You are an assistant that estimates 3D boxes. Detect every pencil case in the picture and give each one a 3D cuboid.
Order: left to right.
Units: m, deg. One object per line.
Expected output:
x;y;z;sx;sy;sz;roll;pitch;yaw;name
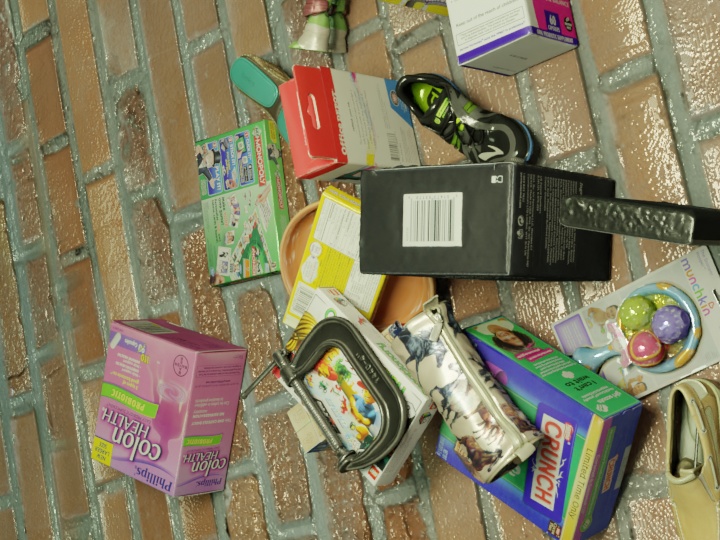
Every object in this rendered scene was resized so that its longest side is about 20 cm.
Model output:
0.111;0.125;1.432;0.200;0.078;0.089;55;166;21;pencil case

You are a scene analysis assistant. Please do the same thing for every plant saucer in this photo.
0.000;0.000;1.622;0.200;0.037;0.200;14;124;22;plant saucer

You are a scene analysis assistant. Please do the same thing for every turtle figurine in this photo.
-0.068;-0.369;1.691;0.144;0.200;0.194;-141;57;-71;turtle figurine

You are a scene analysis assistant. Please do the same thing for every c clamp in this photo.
-0.033;0.145;1.534;0.200;0.027;0.171;49;114;31;c clamp

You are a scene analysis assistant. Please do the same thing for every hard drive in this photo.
0.304;-0.047;1.331;0.140;0.200;0.033;12;97;40;hard drive

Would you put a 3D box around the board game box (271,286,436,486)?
-0.007;0.128;1.548;0.200;0.035;0.126;44;117;32;board game box

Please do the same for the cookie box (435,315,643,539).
0.187;0.170;1.483;0.200;0.075;0.171;32;125;36;cookie box

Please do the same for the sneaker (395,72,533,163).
0.113;-0.165;1.570;0.200;0.083;0.071;40;114;33;sneaker

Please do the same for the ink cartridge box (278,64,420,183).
-0.023;-0.167;1.608;0.067;0.200;0.116;-19;77;38;ink cartridge box

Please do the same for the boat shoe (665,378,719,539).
0.332;0.210;1.385;0.072;0.076;0.200;-12;82;39;boat shoe

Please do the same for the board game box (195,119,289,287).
-0.155;-0.087;1.830;0.135;0.029;0.200;-12;82;39;board game box

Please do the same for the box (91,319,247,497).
-0.262;0.182;1.872;0.176;0.097;0.200;16;100;39;box

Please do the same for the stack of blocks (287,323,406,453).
0.023;0.137;1.621;0.200;0.115;0.059;-41;65;33;stack of blocks

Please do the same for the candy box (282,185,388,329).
-0.020;0.005;1.596;0.102;0.026;0.200;26;127;9;candy box

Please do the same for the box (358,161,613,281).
0.135;-0.048;1.473;0.197;0.200;0.118;1;89;40;box

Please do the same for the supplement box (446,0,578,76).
0.155;-0.330;1.525;0.103;0.101;0.200;-19;77;38;supplement box

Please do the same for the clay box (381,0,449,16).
0.042;-0.348;1.556;0.048;0.200;0.115;-50;61;28;clay box

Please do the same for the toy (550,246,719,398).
0.290;0.068;1.441;0.200;0.047;0.115;-32;71;36;toy

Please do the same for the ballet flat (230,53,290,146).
-0.085;-0.209;1.749;0.200;0.065;0.071;49;120;26;ballet flat
